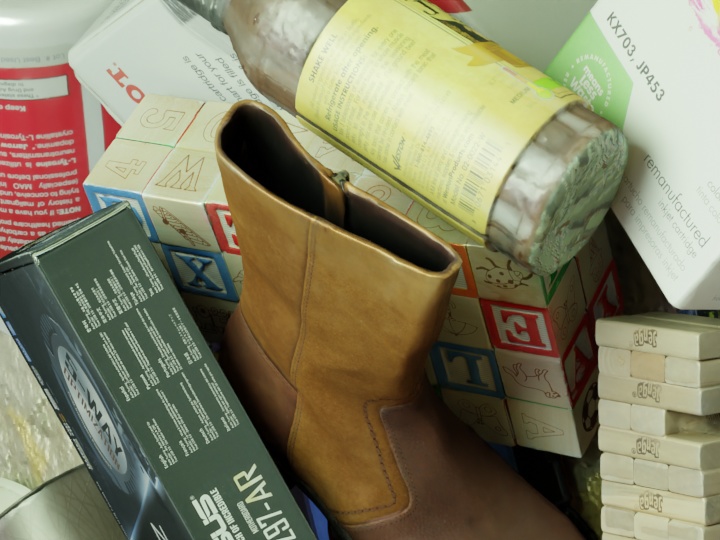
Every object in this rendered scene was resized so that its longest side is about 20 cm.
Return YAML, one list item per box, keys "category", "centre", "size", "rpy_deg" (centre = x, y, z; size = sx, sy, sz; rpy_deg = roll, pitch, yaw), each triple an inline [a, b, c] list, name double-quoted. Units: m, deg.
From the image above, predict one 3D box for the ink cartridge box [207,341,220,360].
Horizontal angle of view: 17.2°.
- category: "ink cartridge box"
  centre: [-0.075, -0.004, 1.102]
  size: [0.109, 0.050, 0.200]
  rpy_deg: [32, -121, -87]

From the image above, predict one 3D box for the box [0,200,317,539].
- category: "box"
  centre: [-0.078, 0.073, 0.961]
  size: [0.200, 0.044, 0.160]
  rpy_deg: [61, 164, -6]

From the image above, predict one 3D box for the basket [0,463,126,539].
- category: "basket"
  centre: [-0.111, 0.224, 1.166]
  size: [0.200, 0.136, 0.180]
  rpy_deg: [54, 127, 26]

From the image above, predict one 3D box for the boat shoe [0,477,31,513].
- category: "boat shoe"
  centre: [-0.235, 0.162, 1.358]
  size: [0.202, 0.072, 0.060]
  rpy_deg: [-2, 134, 39]

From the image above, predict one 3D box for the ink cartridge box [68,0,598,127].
- category: "ink cartridge box"
  centre: [-0.005, -0.094, 0.978]
  size: [0.144, 0.084, 0.200]
  rpy_deg: [47, 140, -15]

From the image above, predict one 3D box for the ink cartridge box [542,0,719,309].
- category: "ink cartridge box"
  centre: [0.160, -0.093, 0.824]
  size: [0.200, 0.067, 0.117]
  rpy_deg: [-53, 50, 34]

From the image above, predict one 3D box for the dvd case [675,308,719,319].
- category: "dvd case"
  centre: [0.178, 0.044, 0.878]
  size: [0.143, 0.018, 0.200]
  rpy_deg: [-11, 86, 50]

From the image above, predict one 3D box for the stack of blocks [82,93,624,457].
- category: "stack of blocks"
  centre: [0.000, 0.000, 0.960]
  size: [0.200, 0.059, 0.115]
  rpy_deg: [10, 139, 26]

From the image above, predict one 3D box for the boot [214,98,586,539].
- category: "boot"
  centre: [0.025, 0.042, 0.872]
  size: [0.188, 0.068, 0.200]
  rpy_deg: [41, 153, 20]

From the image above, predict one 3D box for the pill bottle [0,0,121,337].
- category: "pill bottle"
  centre: [-0.152, -0.066, 1.161]
  size: [0.112, 0.112, 0.200]
  rpy_deg: [38, 142, 41]

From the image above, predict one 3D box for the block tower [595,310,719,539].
- category: "block tower"
  centre: [0.127, 0.117, 0.892]
  size: [0.058, 0.054, 0.200]
  rpy_deg: [8, 101, 50]

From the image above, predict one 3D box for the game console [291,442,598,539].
- category: "game console"
  centre: [-0.005, 0.125, 1.037]
  size: [0.119, 0.172, 0.200]
  rpy_deg: [51, 137, -3]

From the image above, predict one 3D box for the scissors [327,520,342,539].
- category: "scissors"
  centre: [0.005, 0.136, 0.972]
  size: [0.073, 0.014, 0.200]
  rpy_deg: [-36, 36, 41]

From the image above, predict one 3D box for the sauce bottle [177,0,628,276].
- category: "sauce bottle"
  centre: [0.002, -0.075, 0.861]
  size: [0.200, 0.065, 0.065]
  rpy_deg: [35, 123, 20]
